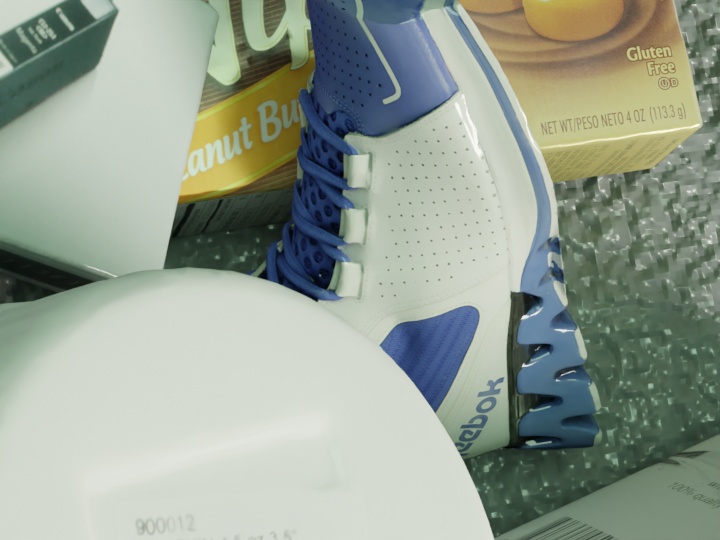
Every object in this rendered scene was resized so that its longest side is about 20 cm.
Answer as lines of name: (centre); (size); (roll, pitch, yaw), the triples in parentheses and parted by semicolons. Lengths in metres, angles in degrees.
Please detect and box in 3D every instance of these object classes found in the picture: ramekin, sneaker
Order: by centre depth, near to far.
ramekin: (-0.054, 0.096, 0.670); (0.200, 0.098, 0.202); (13, 68, -35)
sneaker: (0.000, 0.001, 0.774); (0.115, 0.200, 0.081); (-24, 39, -5)

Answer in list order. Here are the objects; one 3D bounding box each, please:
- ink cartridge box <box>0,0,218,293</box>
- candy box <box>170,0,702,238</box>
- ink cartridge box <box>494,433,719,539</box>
ink cartridge box: (-0.130, -0.102, 0.729); (0.199, 0.043, 0.175); (20, 74, -33)
candy box: (0.002, -0.082, 0.843); (0.199, 0.055, 0.116); (-9, 78, -13)
ink cartridge box: (0.122, 0.113, 0.757); (0.199, 0.146, 0.083); (-22, 108, -21)
